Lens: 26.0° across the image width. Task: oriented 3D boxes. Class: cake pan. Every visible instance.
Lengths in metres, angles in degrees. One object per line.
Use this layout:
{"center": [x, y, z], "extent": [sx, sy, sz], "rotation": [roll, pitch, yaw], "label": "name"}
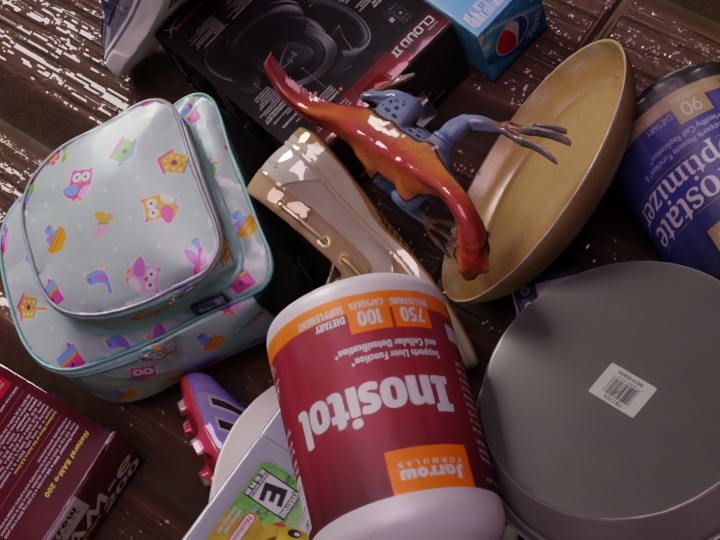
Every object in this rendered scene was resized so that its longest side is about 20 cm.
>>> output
{"center": [0.157, 0.076, 0.908], "extent": [0.199, 0.037, 0.201], "rotation": [-12, 52, 15], "label": "cake pan"}

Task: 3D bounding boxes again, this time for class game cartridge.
{"center": [-0.040, 0.182, 0.929], "extent": [0.133, 0.041, 0.200], "rotation": [33, 60, 5], "label": "game cartridge"}

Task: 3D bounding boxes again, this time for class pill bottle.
{"center": [0.018, 0.112, 0.894], "extent": [0.112, 0.113, 0.201], "rotation": [-19, 63, 7], "label": "pill bottle"}
{"center": [0.248, -0.027, 1.003], "extent": [0.112, 0.112, 0.201], "rotation": [-29, 63, 2], "label": "pill bottle"}

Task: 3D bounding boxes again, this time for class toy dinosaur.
{"center": [0.026, -0.058, 1.000], "extent": [0.199, 0.182, 0.106], "rotation": [9, 109, -4], "label": "toy dinosaur"}

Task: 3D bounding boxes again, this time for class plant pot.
{"center": [0.121, -0.061, 1.033], "extent": [0.027, 0.200, 0.201], "rotation": [30, 75, -15], "label": "plant pot"}

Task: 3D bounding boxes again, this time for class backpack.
{"center": [-0.154, -0.010, 1.084], "extent": [0.199, 0.153, 0.176], "rotation": [-30, 66, 17], "label": "backpack"}

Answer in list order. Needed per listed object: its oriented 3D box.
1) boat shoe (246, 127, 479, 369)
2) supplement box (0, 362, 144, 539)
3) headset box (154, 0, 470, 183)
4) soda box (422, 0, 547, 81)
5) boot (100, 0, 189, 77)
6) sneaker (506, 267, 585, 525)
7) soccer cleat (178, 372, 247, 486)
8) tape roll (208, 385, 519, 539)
{"center": [0.000, 0.000, 1.048], "extent": [0.069, 0.074, 0.200], "rotation": [-39, 97, -1], "label": "boat shoe"}
{"center": [-0.266, 0.123, 1.110], "extent": [0.199, 0.061, 0.109], "rotation": [28, 78, 25], "label": "supplement box"}
{"center": [-0.029, -0.156, 1.156], "extent": [0.200, 0.077, 0.149], "rotation": [40, 83, 25], "label": "headset box"}
{"center": [0.045, -0.231, 1.172], "extent": [0.064, 0.068, 0.200], "rotation": [-45, 64, -6], "label": "soda box"}
{"center": [-0.171, -0.225, 1.156], "extent": [0.090, 0.200, 0.073], "rotation": [45, 57, -1], "label": "boot"}
{"center": [0.109, 0.076, 1.005], "extent": [0.200, 0.070, 0.108], "rotation": [-37, 62, -25], "label": "sneaker"}
{"center": [-0.057, 0.146, 1.046], "extent": [0.076, 0.067, 0.200], "rotation": [-26, 63, -14], "label": "soccer cleat"}
{"center": [0.001, 0.155, 0.993], "extent": [0.202, 0.037, 0.204], "rotation": [5, 60, -8], "label": "tape roll"}
